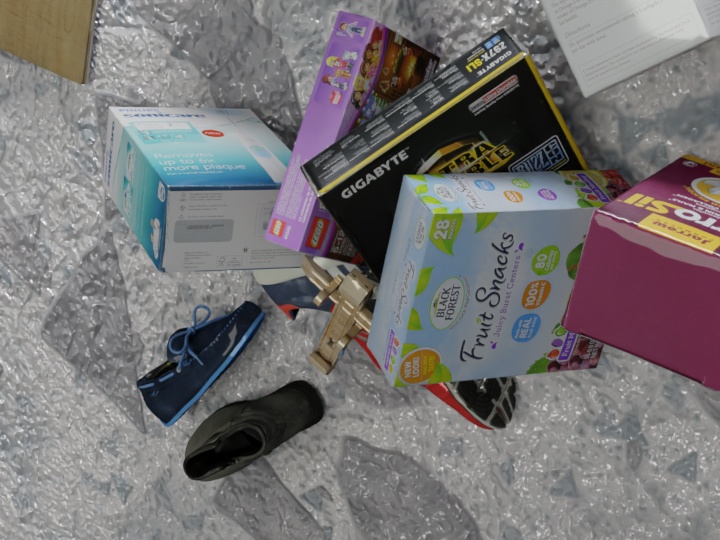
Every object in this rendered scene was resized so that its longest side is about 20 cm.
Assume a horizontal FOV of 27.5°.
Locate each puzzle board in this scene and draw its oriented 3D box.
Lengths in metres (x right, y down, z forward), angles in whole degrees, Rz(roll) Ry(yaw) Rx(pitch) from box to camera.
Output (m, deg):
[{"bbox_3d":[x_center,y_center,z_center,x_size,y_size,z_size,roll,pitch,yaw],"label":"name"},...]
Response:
[{"bbox_3d":[-0.326,-0.310,1.519,0.150,0.017,0.201,25,117,26],"label":"puzzle board"}]

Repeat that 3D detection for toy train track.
[{"bbox_3d":[-0.025,0.055,1.311,0.115,0.033,0.200,42,155,8],"label":"toy train track"}]

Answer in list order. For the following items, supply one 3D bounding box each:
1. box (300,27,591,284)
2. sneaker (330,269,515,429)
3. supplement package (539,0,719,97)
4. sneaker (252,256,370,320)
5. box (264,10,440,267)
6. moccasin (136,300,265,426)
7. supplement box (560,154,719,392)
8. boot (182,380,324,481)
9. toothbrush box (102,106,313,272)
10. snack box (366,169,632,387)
[{"bbox_3d":[0.074,-0.079,1.204,0.200,0.160,0.049,-33,45,3],"label":"box"},{"bbox_3d":[0.058,0.075,1.352,0.200,0.077,0.085,41,144,-7],"label":"sneaker"},{"bbox_3d":[0.199,-0.254,1.130,0.117,0.117,0.201,-23,93,37],"label":"supplement package"},{"bbox_3d":[0.000,0.000,1.384,0.199,0.075,0.085,-11,122,29],"label":"sneaker"},{"bbox_3d":[-0.004,-0.107,1.261,0.039,0.137,0.201,20,94,27],"label":"box"},{"bbox_3d":[-0.173,0.091,1.510,0.068,0.080,0.200,44,124,-1],"label":"moccasin"},{"bbox_3d":[0.259,-0.005,1.123,0.131,0.200,0.104,23,117,24],"label":"supplement box"},{"bbox_3d":[-0.140,0.176,1.488,0.200,0.131,0.068,-32,87,36],"label":"boot"},{"bbox_3d":[-0.139,-0.078,1.343,0.200,0.146,0.086,-133,46,-56],"label":"toothbrush box"},{"bbox_3d":[0.119,0.005,1.212,0.068,0.199,0.169,-123,36,-50],"label":"snack box"}]
